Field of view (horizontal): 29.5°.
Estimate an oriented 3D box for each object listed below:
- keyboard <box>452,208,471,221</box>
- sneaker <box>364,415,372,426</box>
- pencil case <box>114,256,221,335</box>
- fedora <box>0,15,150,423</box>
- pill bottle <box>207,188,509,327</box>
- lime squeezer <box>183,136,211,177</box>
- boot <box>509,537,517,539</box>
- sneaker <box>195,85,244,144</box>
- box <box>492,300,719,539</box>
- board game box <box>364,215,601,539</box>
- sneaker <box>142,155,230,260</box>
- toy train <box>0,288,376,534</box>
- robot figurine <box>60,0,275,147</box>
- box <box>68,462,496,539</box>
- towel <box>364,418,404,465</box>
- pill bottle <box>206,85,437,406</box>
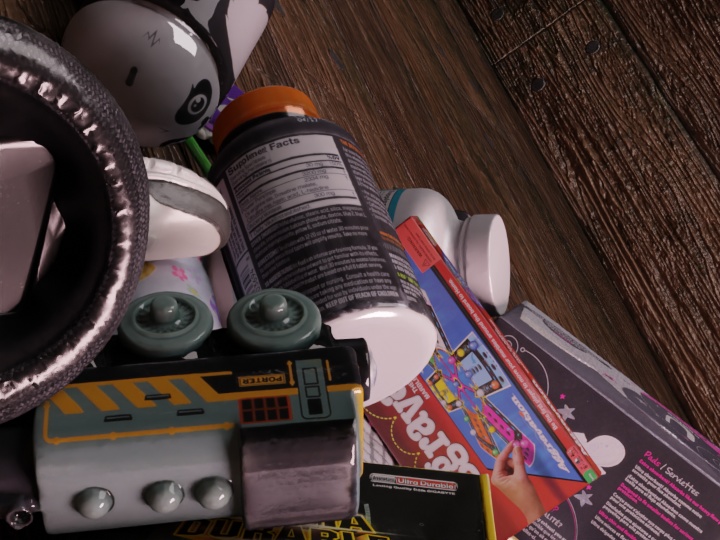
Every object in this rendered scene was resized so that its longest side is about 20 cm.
[{"bbox_3d":[-0.015,-0.005,1.032,0.021,0.199,0.127,-63,159,-53],"label":"keyboard"},{"bbox_3d":[-0.004,0.106,0.977,0.200,0.087,0.074,34,27,-54],"label":"sneaker"},{"bbox_3d":[-0.120,0.027,0.794,0.091,0.083,0.200,48,17,-40],"label":"pencil case"},{"bbox_3d":[-0.194,-0.025,0.577,0.201,0.201,0.092,45,-13,-35],"label":"fedora"},{"bbox_3d":[0.000,0.000,0.955,0.111,0.199,0.111,-1,90,-73],"label":"pill bottle"},{"bbox_3d":[-0.092,-0.029,1.104,0.200,0.038,0.071,54,-16,-4],"label":"lime squeezer"},{"bbox_3d":[0.081,0.138,1.216,0.200,0.066,0.175,52,16,-11],"label":"boot"},{"bbox_3d":[-0.141,-0.181,1.145,0.200,0.083,0.081,46,19,-36],"label":"sneaker"},{"bbox_3d":[0.151,0.125,0.932,0.200,0.115,0.132,39,12,9],"label":"box"},{"bbox_3d":[0.053,0.076,0.873,0.200,0.103,0.019,54,17,9],"label":"board game box"},{"bbox_3d":[-0.158,-0.015,0.708,0.199,0.074,0.080,1,60,-31],"label":"sneaker"},{"bbox_3d":[-0.087,0.068,0.637,0.114,0.199,0.085,-104,-167,-54],"label":"toy train"},{"bbox_3d":[-0.135,-0.181,0.999,0.150,0.124,0.200,64,38,-41],"label":"robot figurine"},{"bbox_3d":[-0.036,0.146,0.637,0.160,0.199,0.049,-87,-177,-63],"label":"box"},{"bbox_3d":[-0.017,0.170,0.823,0.166,0.086,0.200,47,18,-21],"label":"towel"},{"bbox_3d":[-0.033,-0.021,0.837,0.106,0.106,0.200,37,26,-51],"label":"pill bottle"}]
